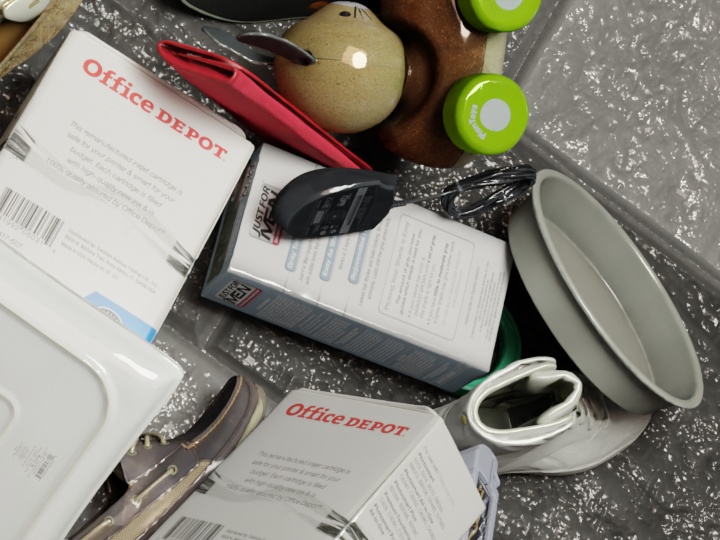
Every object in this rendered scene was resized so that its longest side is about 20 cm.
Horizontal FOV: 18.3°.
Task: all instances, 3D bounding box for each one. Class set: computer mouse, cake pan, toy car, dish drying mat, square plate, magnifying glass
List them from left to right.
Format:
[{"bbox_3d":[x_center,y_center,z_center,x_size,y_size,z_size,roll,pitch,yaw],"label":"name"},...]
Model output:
[{"bbox_3d":[-0.243,0.085,1.378,0.198,0.028,0.200,35,101,-6],"label":"square plate"},{"bbox_3d":[-0.057,-0.100,1.505,0.200,0.077,0.018,35,77,-54],"label":"dish drying mat"},{"bbox_3d":[-0.002,-0.156,1.520,0.199,0.164,0.159,5,93,-20],"label":"toy car"},{"bbox_3d":[0.026,0.024,1.592,0.199,0.022,0.080,26,65,-12],"label":"magnifying glass"},{"bbox_3d":[0.029,-0.057,1.513,0.199,0.059,0.034,-7,56,-28],"label":"computer mouse"},{"bbox_3d":[0.172,0.021,1.592,0.200,0.037,0.201,45,23,-25],"label":"cake pan"}]

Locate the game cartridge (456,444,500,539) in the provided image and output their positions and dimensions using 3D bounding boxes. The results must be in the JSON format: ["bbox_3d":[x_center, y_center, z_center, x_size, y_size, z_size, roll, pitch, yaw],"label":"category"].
[{"bbox_3d":[0.019,0.193,1.438,0.041,0.133,0.200,55,22,-20],"label":"game cartridge"}]

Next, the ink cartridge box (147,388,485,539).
[{"bbox_3d":[-0.040,0.173,1.381,0.200,0.146,0.085,-45,122,-30],"label":"ink cartridge box"}]

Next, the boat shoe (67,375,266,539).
[{"bbox_3d":[-0.133,0.139,1.454,0.073,0.074,0.200,40,61,-8],"label":"boat shoe"}]

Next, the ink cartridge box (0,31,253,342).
[{"bbox_3d":[-0.182,-0.032,1.471,0.146,0.084,0.201,33,62,-11],"label":"ink cartridge box"}]

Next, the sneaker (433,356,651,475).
[{"bbox_3d":[0.143,0.101,1.568,0.199,0.116,0.074,-11,76,-28],"label":"sneaker"}]

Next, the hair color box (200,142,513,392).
[{"bbox_3d":[0.000,0.000,1.544,0.199,0.061,0.100,22,65,-17],"label":"hair color box"}]

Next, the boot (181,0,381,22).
[{"bbox_3d":[-0.058,-0.259,1.620,0.199,0.072,0.145,-5,75,-34],"label":"boot"}]

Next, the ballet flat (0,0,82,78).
[{"bbox_3d":[-0.241,-0.159,1.448,0.070,0.065,0.200,40,99,3],"label":"ballet flat"}]
